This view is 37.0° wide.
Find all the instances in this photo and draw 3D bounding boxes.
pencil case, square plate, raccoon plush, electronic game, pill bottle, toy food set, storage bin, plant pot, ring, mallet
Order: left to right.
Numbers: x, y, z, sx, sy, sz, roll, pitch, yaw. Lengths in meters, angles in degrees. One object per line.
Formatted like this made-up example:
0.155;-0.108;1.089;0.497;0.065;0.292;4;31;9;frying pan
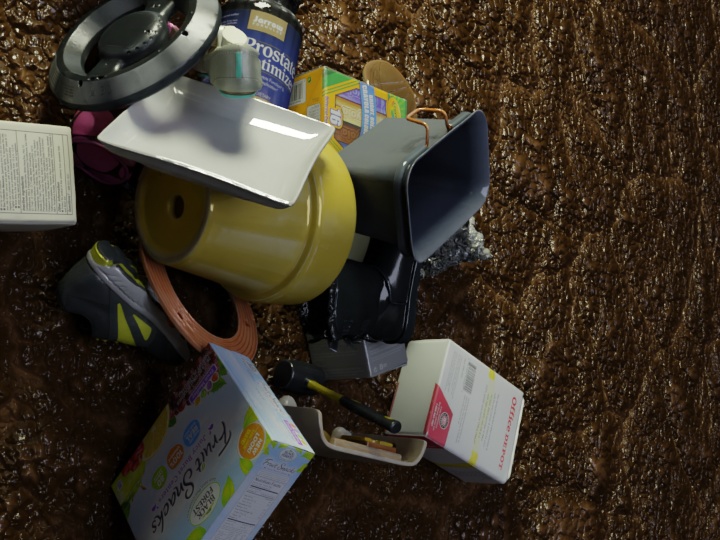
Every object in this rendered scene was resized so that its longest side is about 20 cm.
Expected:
-0.237;-0.239;1.130;0.201;0.198;0.042;-63;144;-31;electronic game
-0.247;-0.190;1.187;0.091;0.093;0.202;41;56;-35;pencil case
-0.185;0.023;1.217;0.201;0.019;0.201;50;19;-23;ring
-0.139;-0.130;1.086;0.201;0.196;0.029;-68;176;-60;square plate
-0.137;-0.065;1.181;0.188;0.199;0.204;3;82;-49;plant pot
-0.131;-0.258;1.308;0.111;0.111;0.203;26;66;-42;pill bottle
-0.032;0.196;1.326;0.199;0.142;0.061;21;73;-43;toy food set
-0.020;0.158;1.316;0.066;0.199;0.042;18;92;-54;mallet
0.049;-0.118;1.264;0.200;0.133;0.147;-42;135;-47;storage bin
0.106;-0.009;1.578;0.200;0.097;0.134;-49;138;-6;raccoon plush

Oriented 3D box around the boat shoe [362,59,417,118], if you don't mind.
0.048;-0.200;1.529;0.072;0.072;0.202;-20;78;-29;boat shoe

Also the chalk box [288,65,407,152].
-0.019;-0.167;1.407;0.199;0.124;0.126;14;74;-44;chalk box

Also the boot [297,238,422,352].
-0.001;-0.001;1.291;0.161;0.073;0.201;8;83;-47;boot

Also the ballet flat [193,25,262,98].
-0.140;-0.230;1.148;0.066;0.200;0.065;-5;109;-15;ballet flat

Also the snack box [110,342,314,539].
-0.157;0.206;1.112;0.067;0.169;0.201;24;106;-42;snack box

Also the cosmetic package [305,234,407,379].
-0.018;0.036;1.394;0.090;0.106;0.203;-13;96;-48;cosmetic package

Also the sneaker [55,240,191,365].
-0.257;0.047;1.170;0.084;0.075;0.201;-32;136;1;sneaker

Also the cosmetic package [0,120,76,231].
-0.382;-0.090;1.031;0.199;0.087;0.105;1;85;-48;cosmetic package

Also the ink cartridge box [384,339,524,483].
0.140;0.207;1.556;0.199;0.083;0.147;36;60;-38;ink cartridge box
